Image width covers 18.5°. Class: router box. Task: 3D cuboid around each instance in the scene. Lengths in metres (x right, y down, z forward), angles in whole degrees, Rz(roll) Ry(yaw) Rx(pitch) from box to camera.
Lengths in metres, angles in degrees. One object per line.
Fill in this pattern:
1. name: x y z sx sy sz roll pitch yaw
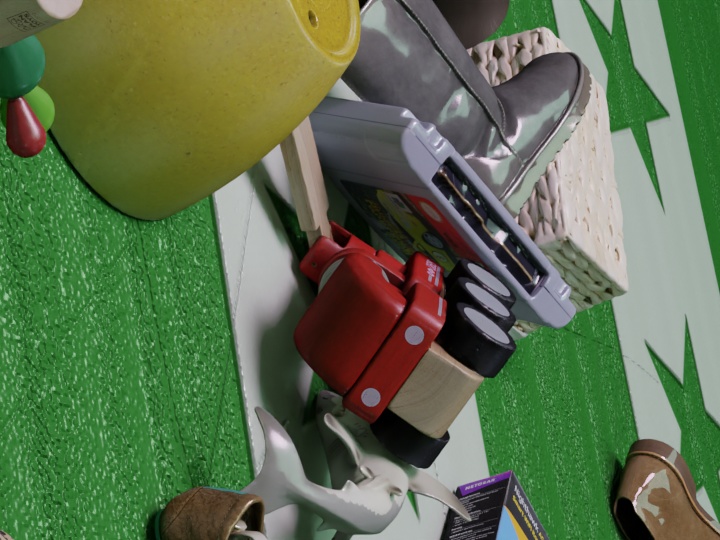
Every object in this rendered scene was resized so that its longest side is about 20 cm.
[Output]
1. router box: 0.116 0.264 1.538 0.201 0.051 0.149 62 25 -25

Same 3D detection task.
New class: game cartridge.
1. game cartridge: 0.049 -0.038 1.494 0.041 0.133 0.200 -51 123 -13

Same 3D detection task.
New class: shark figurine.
1. shark figurine: -0.017 0.143 1.307 0.128 0.090 0.214 41 14 8

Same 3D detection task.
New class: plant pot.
1. plant pot: -0.084 -0.143 1.253 0.200 0.141 0.201 44 38 -48

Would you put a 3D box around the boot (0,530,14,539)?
1. boot: -0.135 0.215 0.996 0.151 0.073 0.201 42 35 -52

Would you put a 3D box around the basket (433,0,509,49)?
1. basket: 0.050 -0.262 1.570 0.201 0.135 0.181 85 -1 -54

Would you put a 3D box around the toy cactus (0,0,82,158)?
1. toy cactus: -0.195 -0.113 0.985 0.200 0.164 0.103 49 53 -34

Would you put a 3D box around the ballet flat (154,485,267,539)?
1. ballet flat: -0.055 0.211 1.174 0.068 0.072 0.201 9 68 -63

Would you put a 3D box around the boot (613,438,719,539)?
1. boot: 0.273 0.240 1.903 0.200 0.073 0.076 54 49 -29

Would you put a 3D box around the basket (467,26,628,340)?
1. basket: 0.120 -0.066 1.673 0.135 0.123 0.201 37 44 -52

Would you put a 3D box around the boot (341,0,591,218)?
1. boot: 0.063 -0.146 1.517 0.200 0.072 0.182 47 50 -22

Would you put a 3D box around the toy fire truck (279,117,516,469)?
1. toy fire truck: 0.000 0.000 1.382 0.199 0.129 0.176 34 14 -5
